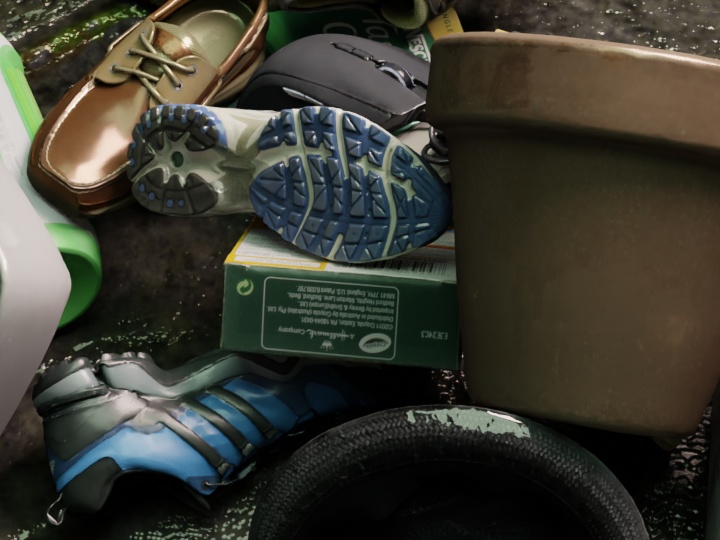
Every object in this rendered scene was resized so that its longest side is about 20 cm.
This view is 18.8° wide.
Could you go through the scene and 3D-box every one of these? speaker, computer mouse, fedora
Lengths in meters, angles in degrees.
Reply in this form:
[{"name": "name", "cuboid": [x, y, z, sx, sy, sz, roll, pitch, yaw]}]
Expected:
[{"name": "speaker", "cuboid": [-0.215, -0.058, 1.268, 0.088, 0.089, 0.201, -18, 53, -14]}, {"name": "computer mouse", "cuboid": [0.026, -0.119, 1.240, 0.140, 0.046, 0.199, -33, 31, -34]}, {"name": "fedora", "cuboid": [0.046, 0.137, 1.080, 0.199, 0.202, 0.092, 6, 21, 6]}]

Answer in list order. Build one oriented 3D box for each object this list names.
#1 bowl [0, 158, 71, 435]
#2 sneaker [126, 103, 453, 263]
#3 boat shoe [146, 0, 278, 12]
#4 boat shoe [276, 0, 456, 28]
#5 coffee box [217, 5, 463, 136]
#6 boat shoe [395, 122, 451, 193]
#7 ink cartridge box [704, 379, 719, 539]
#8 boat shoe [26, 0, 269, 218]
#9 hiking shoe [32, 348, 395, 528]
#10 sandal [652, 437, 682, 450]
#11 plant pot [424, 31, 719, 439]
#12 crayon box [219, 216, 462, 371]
[{"name": "bowl", "cuboid": [-0.233, 0.009, 1.160, 0.074, 0.201, 0.200, -5, 46, -44]}, {"name": "sneaker", "cuboid": [-0.026, -0.055, 1.158, 0.199, 0.078, 0.085, 16, 12, 34]}, {"name": "boat shoe", "cuboid": [-0.135, -0.219, 1.412, 0.200, 0.074, 0.063, 27, 48, 17]}, {"name": "boat shoe", "cuboid": [0.026, -0.178, 1.316, 0.200, 0.072, 0.067, 0, 76, -32]}, {"name": "coffee box", "cuboid": [-0.027, -0.110, 1.335, 0.198, 0.044, 0.124, -9, 50, -7]}, {"name": "boat shoe", "cuboid": [0.077, -0.066, 1.244, 0.073, 0.061, 0.200, 7, 26, 28]}, {"name": "ink cartridge box", "cuboid": [0.230, 0.062, 1.124, 0.082, 0.146, 0.201, 7, 51, 5]}, {"name": "boat shoe", "cuboid": [-0.118, -0.111, 1.241, 0.075, 0.074, 0.200, 34, 50, 5]}, {"name": "hiking shoe", "cuboid": [-0.076, 0.086, 1.172, 0.198, 0.074, 0.087, -6, 79, -13]}, {"name": "sandal", "cuboid": [0.120, 0.035, 1.215, 0.069, 0.078, 0.213, -30, 41, 17]}, {"name": "plant pot", "cuboid": [0.119, -0.013, 1.054, 0.199, 0.200, 0.176, 9, 89, 8]}, {"name": "crayon box", "cuboid": [0.000, 0.000, 1.197, 0.125, 0.052, 0.200, 5, 15, 5]}]
